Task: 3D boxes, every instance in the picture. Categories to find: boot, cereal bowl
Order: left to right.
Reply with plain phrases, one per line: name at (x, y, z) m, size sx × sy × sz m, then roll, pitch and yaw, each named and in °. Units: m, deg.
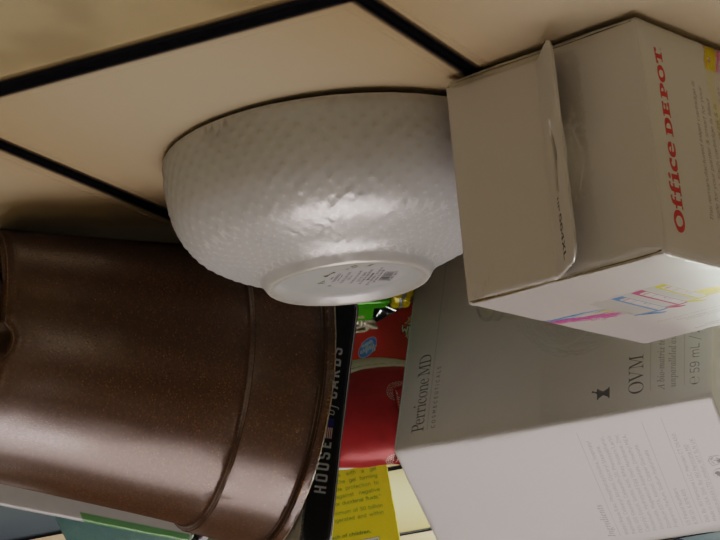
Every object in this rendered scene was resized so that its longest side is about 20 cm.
cereal bowl at (-0.012, -0.032, 1.435) m, size 0.200 × 0.083 × 0.200 m, roll -6°, pitch 165°, yaw -2°
boot at (0.057, 0.104, 1.700) m, size 0.200 × 0.072 × 0.144 m, roll -7°, pitch -166°, yaw -27°

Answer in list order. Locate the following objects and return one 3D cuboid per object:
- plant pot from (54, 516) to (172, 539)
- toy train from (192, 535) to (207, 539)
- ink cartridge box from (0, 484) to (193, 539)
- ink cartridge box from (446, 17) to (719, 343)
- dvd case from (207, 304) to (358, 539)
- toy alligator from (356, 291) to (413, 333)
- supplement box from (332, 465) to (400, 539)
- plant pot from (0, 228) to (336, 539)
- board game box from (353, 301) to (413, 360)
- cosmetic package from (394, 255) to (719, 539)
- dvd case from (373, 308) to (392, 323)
plant pot at (-0.174, 0.214, 2.200) m, size 0.200 × 0.135 × 0.200 m, roll -6°, pitch 166°, yaw -2°
toy train at (-0.075, 0.126, 1.786) m, size 0.200 × 0.042 × 0.056 m, roll -61°, pitch 171°, yaw 28°
ink cartridge box at (-0.176, 0.120, 1.763) m, size 0.146 × 0.084 × 0.200 m, roll 11°, pitch -176°, yaw -3°
ink cartridge box at (0.142, -0.046, 1.358) m, size 0.125 × 0.129 × 0.200 m, roll -17°, pitch 161°, yaw 36°
dvd case at (-0.052, 0.101, 1.612) m, size 0.025 × 0.150 × 0.200 m, roll 9°, pitch 171°, yaw -19°
toy alligator at (0.000, 0.000, 1.620) m, size 0.059 × 0.054 × 0.200 m, roll -3°, pitch 171°, yaw -3°
supplement box at (-0.037, 0.168, 1.899) m, size 0.109 × 0.200 × 0.109 m, roll -10°, pitch 180°, yaw -8°
plant pot at (-0.141, 0.063, 1.545) m, size 0.198 × 0.200 × 0.200 m, roll 10°, pitch 160°, yaw -20°
board game box at (0.111, 0.037, 1.796) m, size 0.153 × 0.040 × 0.200 m, roll 5°, pitch 157°, yaw -37°
cosmetic package at (0.138, 0.063, 1.577) m, size 0.200 × 0.199 × 0.123 m, roll -13°, pitch 130°, yaw 18°
dvd case at (-0.082, 0.048, 1.839) m, size 0.200 × 0.016 × 0.149 m, roll -12°, pitch 164°, yaw 19°
